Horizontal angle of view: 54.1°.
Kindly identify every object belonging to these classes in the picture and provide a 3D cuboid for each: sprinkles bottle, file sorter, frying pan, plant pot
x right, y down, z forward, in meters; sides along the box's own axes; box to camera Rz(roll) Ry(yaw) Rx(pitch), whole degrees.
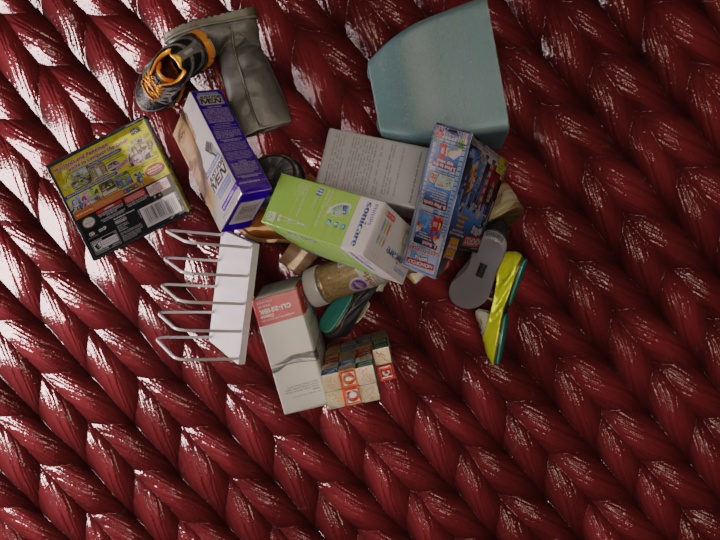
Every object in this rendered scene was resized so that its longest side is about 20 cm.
[{"bbox_3d":[0.000,0.000,1.168,0.197,0.068,0.069,-20,99,22],"label":"sprinkles bottle"},{"bbox_3d":[-0.263,0.040,1.179,0.122,0.138,0.205,2,100,-33],"label":"file sorter"},{"bbox_3d":[-0.178,-0.173,1.212,0.188,0.031,0.115,31,67,20],"label":"frying pan"},{"bbox_3d":[0.117,-0.286,1.122,0.196,0.196,0.200,-10,90,7],"label":"plant pot"}]

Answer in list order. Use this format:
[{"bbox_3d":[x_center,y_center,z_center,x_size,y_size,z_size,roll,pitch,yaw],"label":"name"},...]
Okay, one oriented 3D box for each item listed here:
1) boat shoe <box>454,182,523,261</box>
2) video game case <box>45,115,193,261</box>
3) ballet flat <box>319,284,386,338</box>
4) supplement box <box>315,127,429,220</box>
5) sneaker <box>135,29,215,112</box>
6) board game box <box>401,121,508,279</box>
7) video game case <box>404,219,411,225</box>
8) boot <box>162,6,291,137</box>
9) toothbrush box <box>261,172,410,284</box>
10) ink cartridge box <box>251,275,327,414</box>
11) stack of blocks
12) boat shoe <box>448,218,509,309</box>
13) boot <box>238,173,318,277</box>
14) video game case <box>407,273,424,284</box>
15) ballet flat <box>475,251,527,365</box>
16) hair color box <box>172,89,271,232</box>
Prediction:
[{"bbox_3d":[0.180,-0.075,1.206,0.198,0.071,0.065,-30,63,11],"label":"boat shoe"},{"bbox_3d":[-0.419,-0.142,1.230,0.197,0.026,0.183,-25,98,4],"label":"video game case"},{"bbox_3d":[0.001,0.034,1.242,0.072,0.073,0.202,32,94,-5],"label":"ballet flat"},{"bbox_3d":[0.038,-0.148,1.135,0.196,0.101,0.106,12,84,10],"label":"supplement box"},{"bbox_3d":[-0.319,-0.318,1.144,0.199,0.077,0.079,-29,105,42],"label":"sneaker"},{"bbox_3d":[0.135,-0.090,1.035,0.061,0.199,0.204,22,96,25],"label":"board game box"},{"bbox_3d":[0.075,-0.107,1.190,0.196,0.017,0.146,10,84,17],"label":"video game case"},{"bbox_3d":[-0.224,-0.323,1.189,0.178,0.073,0.204,-12,105,4],"label":"boot"},{"bbox_3d":[-0.028,-0.063,1.079,0.197,0.145,0.087,20,82,32],"label":"toothbrush box"},{"bbox_3d":[-0.111,0.123,1.211,0.082,0.144,0.204,-16,98,3],"label":"ink cartridge box"},{"bbox_3d":[-0.001,0.163,1.189,0.113,0.200,0.060,-13,98,3],"label":"stack of blocks"},{"bbox_3d":[0.207,-0.008,1.198,0.068,0.057,0.201,27,142,6],"label":"boat shoe"},{"bbox_3d":[-0.133,-0.106,1.221,0.198,0.074,0.156,35,89,-4],"label":"boot"},{"bbox_3d":[0.104,-0.111,1.239,0.200,0.023,0.182,-45,96,5],"label":"video game case"},{"bbox_3d":[0.241,0.063,1.251,0.066,0.067,0.204,16,96,19],"label":"ballet flat"},{"bbox_3d":[-0.228,-0.179,1.145,0.064,0.109,0.202,-14,68,-38],"label":"hair color box"}]
